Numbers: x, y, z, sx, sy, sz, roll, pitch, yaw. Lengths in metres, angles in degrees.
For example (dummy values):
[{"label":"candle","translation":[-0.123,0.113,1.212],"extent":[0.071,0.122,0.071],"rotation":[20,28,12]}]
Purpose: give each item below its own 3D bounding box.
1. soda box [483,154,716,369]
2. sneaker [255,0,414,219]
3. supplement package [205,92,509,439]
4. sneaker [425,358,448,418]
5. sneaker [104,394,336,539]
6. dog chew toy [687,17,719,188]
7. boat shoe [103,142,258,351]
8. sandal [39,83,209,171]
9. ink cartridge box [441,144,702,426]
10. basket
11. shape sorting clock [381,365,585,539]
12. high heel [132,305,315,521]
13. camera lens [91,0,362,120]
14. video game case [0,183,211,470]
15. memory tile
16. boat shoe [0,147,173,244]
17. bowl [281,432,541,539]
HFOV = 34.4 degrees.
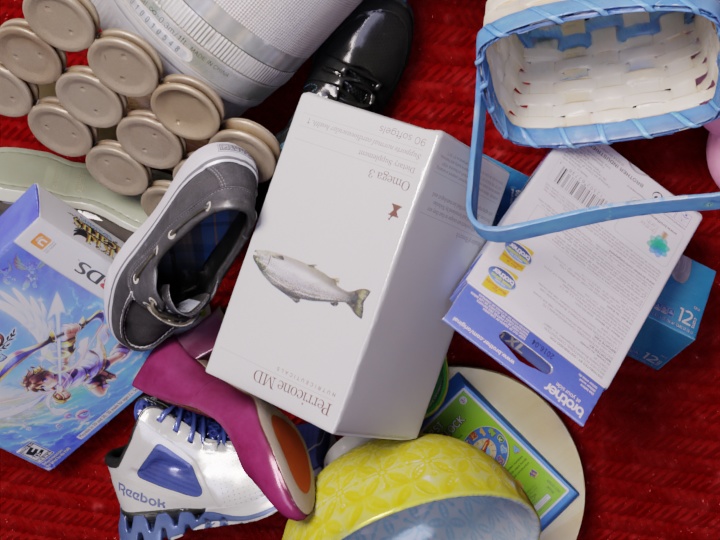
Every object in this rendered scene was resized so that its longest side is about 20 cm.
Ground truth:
[{"label":"soda box","translation":[0.158,-0.006,0.873],"extent":[0.198,0.068,0.065],"rotation":[26,63,0]},{"label":"sneaker","translation":[-0.016,-0.112,0.867],"extent":[0.073,0.082,0.201],"rotation":[24,108,-22]},{"label":"supplement package","translation":[0.000,0.000,0.793],"extent":[0.116,0.117,0.202],"rotation":[20,92,31]},{"label":"sneaker","translation":[0.025,0.017,0.889],"extent":[0.073,0.084,0.202],"rotation":[-16,89,12]},{"label":"sneaker","translation":[-0.127,0.144,0.940],"extent":[0.197,0.081,0.116],"rotation":[-19,101,11]},{"label":"dog chew toy","translation":[0.299,-0.100,0.826],"extent":[0.123,0.125,0.202],"rotation":[-15,108,9]},{"label":"boat shoe","translation":[-0.124,0.002,0.811],"extent":[0.069,0.067,0.200],"rotation":[17,131,-31]},{"label":"sandal","translation":[-0.158,-0.124,0.901],"extent":[0.210,0.078,0.070],"rotation":[28,66,17]},{"label":"ink cartridge box","translation":[0.144,0.002,0.800],"extent":[0.119,0.042,0.201],"rotation":[37,59,0]},{"label":"basket","translation":[0.150,-0.118,0.737],"extent":[0.174,0.139,0.202],"rotation":[-9,64,17]},{"label":"shape sorting clock","translation":[0.082,0.176,0.944],"extent":[0.197,0.039,0.203],"rotation":[1,99,9]},{"label":"high heel","translation":[-0.101,0.120,0.844],"extent":[0.096,0.201,0.067],"rotation":[-38,134,7]},{"label":"camera lens","translation":[-0.075,-0.224,0.811],"extent":[0.160,0.160,0.200],"rotation":[46,109,-4]},{"label":"video game case","translation":[-0.246,0.053,0.899],"extent":[0.200,0.046,0.181],"rotation":[-40,130,15]},{"label":"memory tile","translation":[-0.164,-0.106,0.803],"extent":[0.199,0.017,0.153],"rotation":[36,142,-21]},{"label":"boat shoe","translation":[-0.204,-0.044,0.919],"extent":[0.199,0.072,0.061],"rotation":[13,130,-5]},{"label":"bowl","translation":[0.023,0.179,0.868],"extent":[0.198,0.108,0.201],"rotation":[-14,141,-11]}]
